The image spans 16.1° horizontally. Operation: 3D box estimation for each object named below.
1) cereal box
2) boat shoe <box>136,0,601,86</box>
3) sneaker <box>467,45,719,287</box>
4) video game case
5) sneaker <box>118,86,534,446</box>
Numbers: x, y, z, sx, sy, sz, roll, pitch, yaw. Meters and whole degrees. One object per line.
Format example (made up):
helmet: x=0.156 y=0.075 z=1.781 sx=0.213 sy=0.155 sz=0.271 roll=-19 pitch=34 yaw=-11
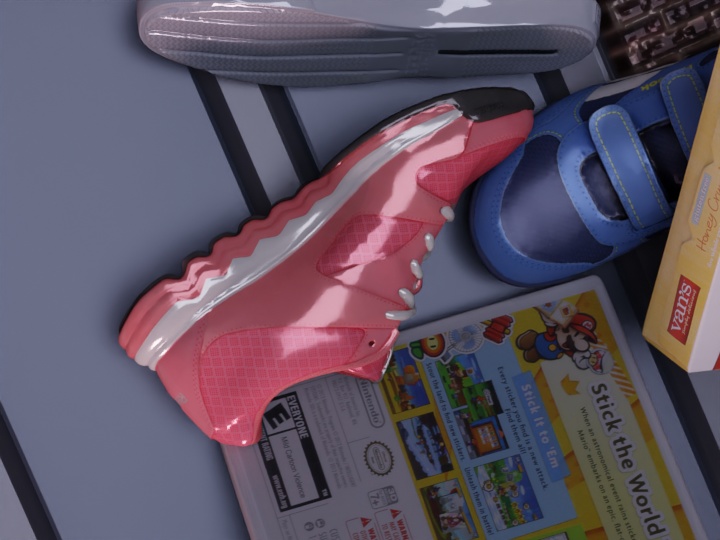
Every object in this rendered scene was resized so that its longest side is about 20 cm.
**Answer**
cereal box: x=0.220 y=-0.034 z=1.071 sx=0.200 sy=0.040 sz=0.144 roll=-6 pitch=120 yaw=-33
boat shoe: x=0.003 y=-0.119 z=1.088 sx=0.199 sy=0.072 sz=0.062 roll=1 pitch=66 yaw=-13
sneaker: x=0.138 y=-0.056 z=1.097 sx=0.200 sy=0.082 sz=0.074 roll=-28 pitch=97 yaw=-7
video game case: x=0.050 y=0.114 z=1.069 sx=0.182 sy=0.023 sz=0.200 roll=-16 pitch=65 yaw=-9
sneaker: x=0.000 y=0.000 z=1.074 sx=0.200 sy=0.074 sz=0.087 roll=-35 pitch=85 yaw=0
